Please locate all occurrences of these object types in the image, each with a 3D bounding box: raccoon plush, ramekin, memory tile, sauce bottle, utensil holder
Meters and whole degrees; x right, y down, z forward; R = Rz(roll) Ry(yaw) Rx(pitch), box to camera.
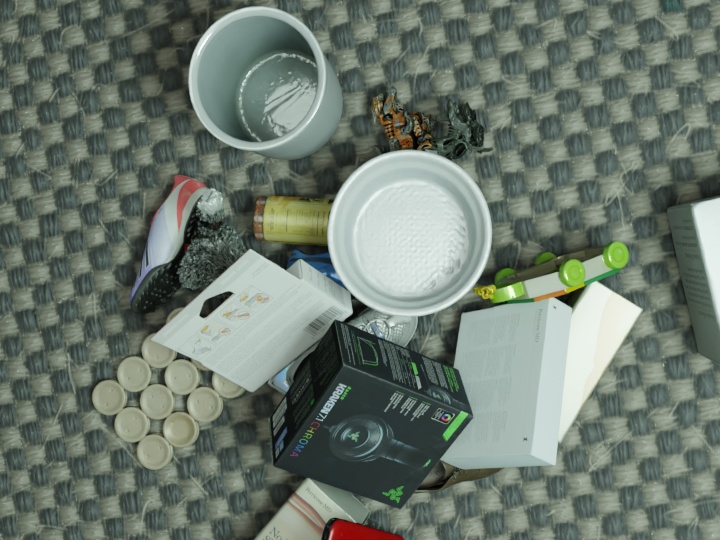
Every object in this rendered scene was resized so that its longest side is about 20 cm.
[{"bbox_3d":[-0.162,-0.004,1.300,0.133,0.200,0.097,29,67,7],"label":"raccoon plush"},{"bbox_3d":[0.063,-0.042,1.239,0.199,0.098,0.202,0,86,6],"label":"ramekin"},{"bbox_3d":[-0.265,0.166,1.390,0.200,0.017,0.153,-43,86,5],"label":"memory tile"},{"bbox_3d":[-0.043,-0.064,1.337,0.198,0.066,0.067,4,91,4],"label":"sauce bottle"},{"bbox_3d":[-0.111,-0.228,1.274,0.168,0.200,0.172,0,90,8],"label":"utensil holder"}]

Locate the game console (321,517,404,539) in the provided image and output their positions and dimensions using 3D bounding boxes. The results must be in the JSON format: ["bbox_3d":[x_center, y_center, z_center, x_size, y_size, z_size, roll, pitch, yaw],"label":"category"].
[{"bbox_3d":[-0.048,0.406,1.288,0.118,0.200,0.174,7,74,33],"label":"game console"}]

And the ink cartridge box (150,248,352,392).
[{"bbox_3d":[-0.139,0.057,1.274,0.200,0.045,0.176,-39,127,25],"label":"ink cartridge box"}]

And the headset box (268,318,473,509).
[{"bbox_3d":[0.016,0.182,1.217,0.199,0.093,0.175,24,116,-23],"label":"headset box"}]

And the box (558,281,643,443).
[{"bbox_3d":[0.273,0.112,1.285,0.077,0.095,0.201,31,96,4],"label":"box"}]

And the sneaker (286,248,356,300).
[{"bbox_3d":[0.000,0.000,1.331,0.198,0.066,0.079,1,67,0],"label":"sneaker"}]

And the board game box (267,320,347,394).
[{"bbox_3d":[-0.010,0.150,1.348,0.199,0.035,0.127,31,93,6],"label":"board game box"}]

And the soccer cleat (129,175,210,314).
[{"bbox_3d":[-0.267,-0.035,1.371,0.073,0.068,0.201,34,99,29],"label":"soccer cleat"}]

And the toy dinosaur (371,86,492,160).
[{"bbox_3d":[0.096,-0.159,1.319,0.135,0.102,0.200,-33,105,21],"label":"toy dinosaur"}]

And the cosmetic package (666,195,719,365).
[{"bbox_3d":[0.491,-0.001,1.219,0.166,0.166,0.202,-14,90,7],"label":"cosmetic package"}]

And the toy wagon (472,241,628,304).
[{"bbox_3d":[0.229,0.008,1.232,0.199,0.155,0.040,-21,94,-24],"label":"toy wagon"}]

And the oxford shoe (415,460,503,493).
[{"bbox_3d":[0.134,0.252,1.308,0.199,0.084,0.073,-24,86,5],"label":"oxford shoe"}]

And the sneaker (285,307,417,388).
[{"bbox_3d":[-0.010,0.107,1.289,0.199,0.082,0.075,-36,86,4],"label":"sneaker"}]

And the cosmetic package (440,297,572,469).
[{"bbox_3d":[0.181,0.142,1.239,0.051,0.150,0.202,26,64,-32],"label":"cosmetic package"}]

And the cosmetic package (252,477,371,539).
[{"bbox_3d":[-0.090,0.374,1.334,0.103,0.087,0.200,39,95,6],"label":"cosmetic package"}]
